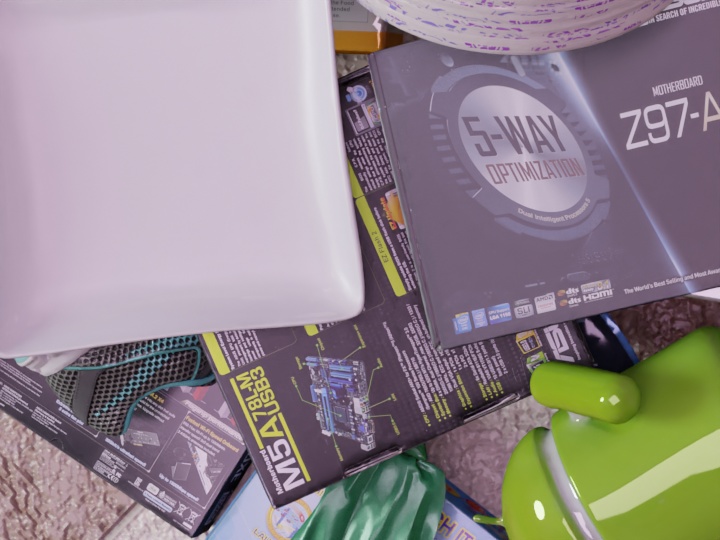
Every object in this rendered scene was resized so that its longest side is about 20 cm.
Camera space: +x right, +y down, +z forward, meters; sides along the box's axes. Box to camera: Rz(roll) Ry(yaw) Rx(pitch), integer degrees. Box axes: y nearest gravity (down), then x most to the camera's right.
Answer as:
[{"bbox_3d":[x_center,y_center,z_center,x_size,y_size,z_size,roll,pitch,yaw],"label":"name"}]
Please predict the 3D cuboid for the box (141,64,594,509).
[{"bbox_3d":[0.000,0.000,1.351,0.193,0.048,0.201,-25,91,0],"label":"box"}]

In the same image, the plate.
[{"bbox_3d":[-0.106,-0.064,1.301,0.199,0.032,0.201,-7,98,1],"label":"plate"}]

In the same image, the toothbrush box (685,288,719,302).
[{"bbox_3d":[0.249,-0.017,1.358,0.199,0.146,0.086,8,92,11],"label":"toothbrush box"}]

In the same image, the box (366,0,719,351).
[{"bbox_3d":[0.118,-0.058,1.287,0.199,0.044,0.161,-13,88,13],"label":"box"}]

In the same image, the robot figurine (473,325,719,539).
[{"bbox_3d":[0.162,0.108,1.328,0.200,0.116,0.176,-32,117,14],"label":"robot figurine"}]

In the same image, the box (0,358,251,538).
[{"bbox_3d":[-0.136,0.037,1.478,0.200,0.050,0.158,32,97,7],"label":"box"}]

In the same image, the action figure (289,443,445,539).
[{"bbox_3d":[-0.002,0.166,1.399,0.118,0.055,0.201,21,99,11],"label":"action figure"}]

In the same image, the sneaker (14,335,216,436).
[{"bbox_3d":[-0.095,0.020,1.418,0.200,0.078,0.091,-32,112,0],"label":"sneaker"}]

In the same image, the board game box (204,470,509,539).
[{"bbox_3d":[-0.003,0.206,1.457,0.200,0.056,0.196,38,98,7],"label":"board game box"}]

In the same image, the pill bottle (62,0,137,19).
[{"bbox_3d":[-0.114,-0.187,1.344,0.199,0.113,0.113,-18,89,1],"label":"pill bottle"}]

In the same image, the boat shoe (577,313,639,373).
[{"bbox_3d":[0.070,0.009,1.430,0.200,0.084,0.069,40,79,20],"label":"boat shoe"}]

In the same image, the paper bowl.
[{"bbox_3d":[0.077,-0.209,1.237,0.200,0.201,0.105,13,138,10],"label":"paper bowl"}]

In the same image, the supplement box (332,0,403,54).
[{"bbox_3d":[-0.037,-0.226,1.438,0.125,0.074,0.201,4,94,10],"label":"supplement box"}]
